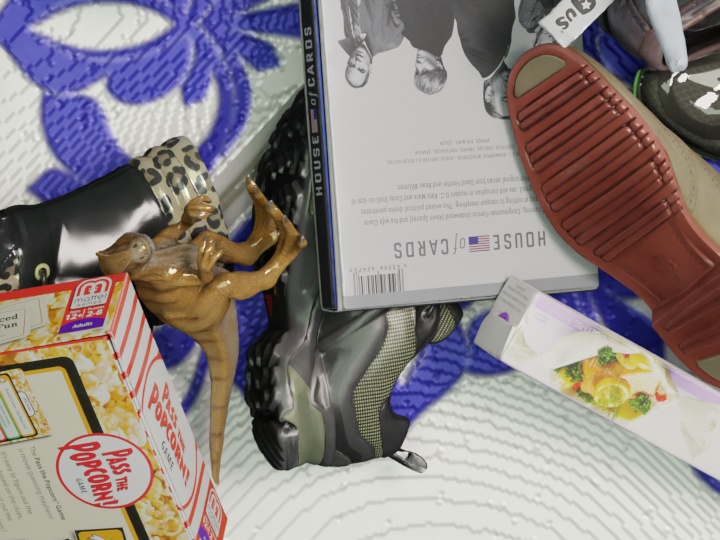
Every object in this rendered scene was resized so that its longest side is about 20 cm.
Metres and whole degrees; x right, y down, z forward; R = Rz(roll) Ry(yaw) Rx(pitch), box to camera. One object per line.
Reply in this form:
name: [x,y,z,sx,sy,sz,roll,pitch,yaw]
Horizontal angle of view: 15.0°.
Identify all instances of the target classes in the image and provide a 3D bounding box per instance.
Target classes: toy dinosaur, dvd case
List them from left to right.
toy dinosaur: [-0.075,0.012,1.303,0.106,0.200,0.060,-39,58,-4]
dvd case: [0.043,-0.085,1.323,0.149,0.025,0.202,-4,92,-28]

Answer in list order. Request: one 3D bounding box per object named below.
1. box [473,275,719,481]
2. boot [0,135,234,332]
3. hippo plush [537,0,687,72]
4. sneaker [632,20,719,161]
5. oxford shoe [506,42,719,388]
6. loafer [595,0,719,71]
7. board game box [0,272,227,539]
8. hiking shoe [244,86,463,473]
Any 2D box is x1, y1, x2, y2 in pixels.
box: [0.148,0.066,1.340,0.199,0.041,0.039,29,94,-22]
boot: [-0.128,0.043,1.343,0.153,0.073,0.205,-26,125,-21]
hippo plush: [0.126,-0.225,1.247,0.200,0.159,0.161,-44,129,-25]
sneaker: [0.231,-0.070,1.333,0.199,0.084,0.077,19,94,2]
oxford shoe: [0.144,-0.034,1.339,0.070,0.075,0.200,-29,103,34]
loafer: [0.211,-0.138,1.317,0.199,0.063,0.072,-16,136,-12]
board game box: [-0.178,0.087,1.257,0.199,0.046,0.152,-8,126,14]
hiking shoe: [0.000,0.000,1.355,0.100,0.076,0.202,5,94,-21]
